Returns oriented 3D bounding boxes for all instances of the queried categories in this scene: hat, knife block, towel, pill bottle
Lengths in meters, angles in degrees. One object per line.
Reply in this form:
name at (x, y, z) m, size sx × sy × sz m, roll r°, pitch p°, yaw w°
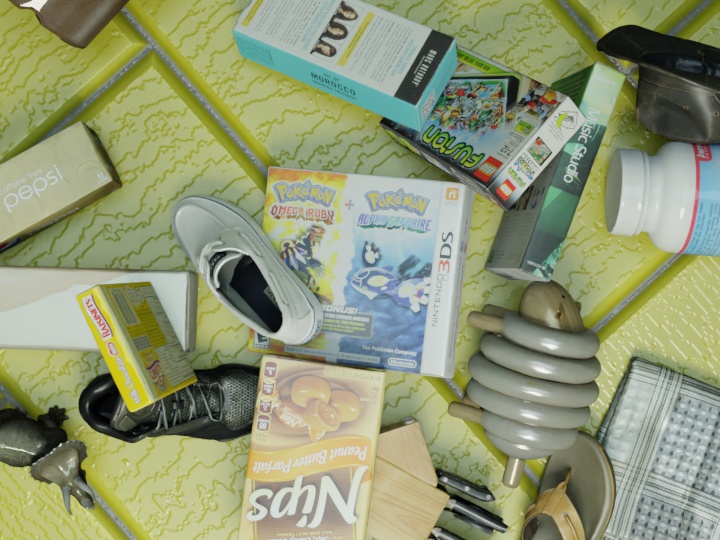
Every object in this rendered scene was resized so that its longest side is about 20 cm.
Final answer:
hat at (0.314, -0.165, 1.305) m, size 0.200 × 0.201 × 0.081 m, roll 10°, pitch 115°, yaw -1°
knife block at (0.034, 0.237, 1.322) m, size 0.199 × 0.064 × 0.176 m, roll -17°, pitch 88°, yaw -2°
towel at (0.313, 0.208, 1.344) m, size 0.192 × 0.035 × 0.201 m, roll 23°, pitch 88°, yaw 0°
pill bottle at (0.338, -0.068, 1.316) m, size 0.199 × 0.109 × 0.109 m, roll 4°, pitch 88°, yaw -1°

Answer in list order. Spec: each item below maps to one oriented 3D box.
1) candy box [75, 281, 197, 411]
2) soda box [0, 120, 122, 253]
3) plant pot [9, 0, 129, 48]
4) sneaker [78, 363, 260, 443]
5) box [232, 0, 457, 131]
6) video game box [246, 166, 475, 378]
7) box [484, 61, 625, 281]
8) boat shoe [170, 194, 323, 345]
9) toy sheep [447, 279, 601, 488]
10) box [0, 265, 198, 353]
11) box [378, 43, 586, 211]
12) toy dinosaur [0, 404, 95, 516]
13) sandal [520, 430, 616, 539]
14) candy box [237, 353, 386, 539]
candy box at (-0.185, 0.060, 1.166) m, size 0.026 × 0.200 × 0.103 m, roll -24°, pitch 89°, yaw 3°
soda box at (-0.333, -0.065, 1.327) m, size 0.199 × 0.064 × 0.068 m, roll -29°, pitch 89°, yaw -1°
plant pot at (-0.258, -0.329, 1.282) m, size 0.200 × 0.200 × 0.198 m, roll 40°, pitch 95°, yaw 1°
sneaker at (-0.168, 0.127, 1.300) m, size 0.198 × 0.114 × 0.077 m, roll 1°, pitch 90°, yaw -3°
box at (-0.014, -0.211, 1.311) m, size 0.199 × 0.049 × 0.082 m, roll 25°, pitch 72°, yaw 16°
video game box at (0.000, 0.000, 1.315) m, size 0.199 × 0.047 × 0.183 m, roll 6°, pitch 86°, yaw 16°
box at (0.179, -0.088, 1.296) m, size 0.036 × 0.144 × 0.201 m, roll 20°, pitch 88°, yaw -7°
boat shoe at (-0.117, -0.007, 1.294) m, size 0.200 × 0.065 × 0.074 m, roll 39°, pitch 104°, yaw 27°
toy sheep at (0.158, 0.106, 1.302) m, size 0.137 × 0.138 × 0.201 m, roll 10°, pitch 102°, yaw -1°
box at (-0.257, 0.037, 1.311) m, size 0.199 × 0.095 × 0.078 m, roll 1°, pitch 88°, yaw -2°
box at (0.108, -0.138, 1.280) m, size 0.110 × 0.200 × 0.035 m, roll -49°, pitch 127°, yaw -2°
toy dinosaur at (-0.329, 0.158, 1.300) m, size 0.199 × 0.102 × 0.077 m, roll 20°, pitch 88°, yaw -1°
sandal at (0.181, 0.249, 1.316) m, size 0.080 × 0.054 × 0.201 m, roll 25°, pitch 91°, yaw 37°
candy box at (-0.045, 0.183, 1.264) m, size 0.115 × 0.055 × 0.201 m, roll 7°, pitch 85°, yaw 2°
